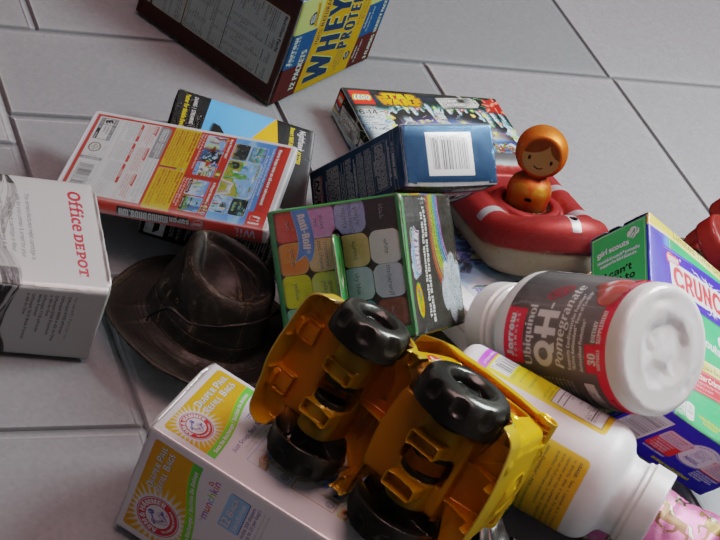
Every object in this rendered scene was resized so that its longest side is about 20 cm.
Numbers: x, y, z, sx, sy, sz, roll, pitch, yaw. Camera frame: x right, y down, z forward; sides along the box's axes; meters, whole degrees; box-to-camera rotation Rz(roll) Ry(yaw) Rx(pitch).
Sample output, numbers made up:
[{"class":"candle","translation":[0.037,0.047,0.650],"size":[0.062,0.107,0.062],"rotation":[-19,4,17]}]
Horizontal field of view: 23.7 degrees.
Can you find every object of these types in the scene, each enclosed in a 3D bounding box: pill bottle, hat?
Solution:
[{"class":"pill bottle","translation":[0.185,0.058,1.463],"size":[0.110,0.111,0.200],"rotation":[-11,10,-38]},{"class":"pill bottle","translation":[0.153,0.150,1.405],"size":[0.199,0.105,0.104],"rotation":[29,36,12]},{"class":"hat","translation":[-0.130,0.017,1.501],"size":[0.200,0.081,0.201],"rotation":[13,29,-7]}]

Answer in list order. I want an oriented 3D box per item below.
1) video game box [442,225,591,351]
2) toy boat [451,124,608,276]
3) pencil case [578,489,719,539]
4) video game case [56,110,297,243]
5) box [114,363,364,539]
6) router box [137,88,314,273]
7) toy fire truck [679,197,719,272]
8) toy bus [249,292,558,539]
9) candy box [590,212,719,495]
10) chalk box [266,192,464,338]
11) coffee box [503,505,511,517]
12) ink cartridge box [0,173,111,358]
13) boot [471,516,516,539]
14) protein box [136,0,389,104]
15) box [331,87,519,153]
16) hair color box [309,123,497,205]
[{"class":"video game box","translation":[0.134,0.007,1.683],"size":[0.199,0.047,0.182],"rotation":[-6,37,-35]},{"class":"toy boat","translation":[0.166,-0.079,1.668],"size":[0.130,0.131,0.200],"rotation":[1,30,-25]},{"class":"pencil case","translation":[0.227,0.204,1.480],"size":[0.200,0.087,0.083],"rotation":[34,11,13]},{"class":"video game case","translation":[-0.169,-0.088,1.586],"size":[0.199,0.018,0.143],"rotation":[10,37,4]},{"class":"box","translation":[-0.071,0.182,1.315],"size":[0.200,0.113,0.101],"rotation":[32,36,8]},{"class":"router box","translation":[-0.127,-0.089,1.677],"size":[0.149,0.051,0.200],"rotation":[17,35,-9]},{"class":"toy fire truck","translation":[0.376,0.027,1.772],"size":[0.168,0.112,0.200],"rotation":[55,27,-2]},{"class":"toy bus","translation":[0.047,0.106,1.291],"size":[0.200,0.136,0.192],"rotation":[37,21,21]},{"class":"candy box","translation":[0.286,0.077,1.570],"size":[0.169,0.077,0.201],"rotation":[33,45,-36]},{"class":"chalk box","translation":[0.000,0.000,1.485],"size":[0.123,0.126,0.200],"rotation":[-7,-1,19]},{"class":"coffee box","translation":[0.026,0.153,1.465],"size":[0.123,0.044,0.200],"rotation":[-21,54,-43]},{"class":"ink cartridge box","translation":[-0.322,-0.010,1.444],"size":[0.199,0.084,0.145],"rotation":[6,39,-22]},{"class":"boot","translation":[0.159,0.266,1.365],"size":[0.173,0.069,0.201],"rotation":[6,62,-24]},{"class":"protein box","translation":[-0.100,-0.317,1.911],"size":[0.200,0.135,0.198],"rotation":[36,38,17]},{"class":"box","translation":[0.082,-0.139,1.869],"size":[0.199,0.040,0.137],"rotation":[1,41,-28]},{"class":"hair color box","translation":[0.038,-0.088,1.639],"size":[0.100,0.200,0.061],"rotation":[-2,82,-26]}]
